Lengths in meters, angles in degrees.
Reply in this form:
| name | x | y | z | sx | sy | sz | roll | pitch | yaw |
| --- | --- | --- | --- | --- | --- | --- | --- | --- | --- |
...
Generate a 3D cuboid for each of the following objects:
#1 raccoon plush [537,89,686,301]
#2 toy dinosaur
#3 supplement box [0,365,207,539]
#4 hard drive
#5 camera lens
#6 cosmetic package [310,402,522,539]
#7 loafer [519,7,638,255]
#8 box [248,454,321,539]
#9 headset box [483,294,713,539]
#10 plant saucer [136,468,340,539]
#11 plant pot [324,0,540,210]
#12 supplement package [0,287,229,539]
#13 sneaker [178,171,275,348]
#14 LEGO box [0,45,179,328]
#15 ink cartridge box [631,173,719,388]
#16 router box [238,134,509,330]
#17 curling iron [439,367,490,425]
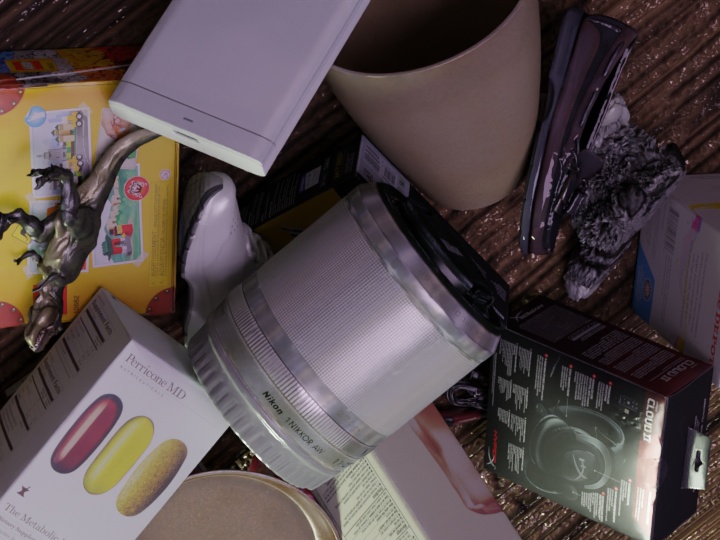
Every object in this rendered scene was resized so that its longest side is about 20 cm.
| name | x | y | z | sx | sy | sz | roll | pitch | yaw |
| --- | --- | --- | --- | --- | --- | --- | --- | --- | --- |
| raccoon plush | 0.177 | -0.073 | 1.823 | 0.097 | 0.134 | 0.200 | -32 | 161 | -52 |
| toy dinosaur | -0.221 | -0.039 | 1.609 | 0.088 | 0.047 | 0.200 | 22 | 103 | -42 |
| supplement box | -0.197 | 0.159 | 1.769 | 0.110 | 0.086 | 0.200 | -35 | 119 | -3 |
| hard drive | -0.080 | -0.177 | 1.606 | 0.200 | 0.132 | 0.027 | -60 | 160 | -21 |
| camera lens | -0.008 | 0.045 | 1.617 | 0.200 | 0.160 | 0.160 | -39 | 120 | 9 |
| cosmetic package | 0.029 | 0.171 | 1.736 | 0.087 | 0.200 | 0.103 | -17 | 157 | -39 |
| loafer | 0.172 | -0.106 | 1.725 | 0.063 | 0.072 | 0.201 | 12 | 93 | 10 |
| box | -0.057 | 0.249 | 1.845 | 0.102 | 0.095 | 0.201 | 11 | 115 | -25 |
| headset box | 0.206 | 0.129 | 1.833 | 0.077 | 0.200 | 0.149 | -29 | 129 | -43 |
| plant saucer | -0.113 | 0.240 | 1.750 | 0.199 | 0.035 | 0.201 | -3 | 116 | -6 |
| plant pot | 0.065 | -0.147 | 1.699 | 0.187 | 0.187 | 0.200 | -29 | 136 | -7 |
| supplement package | -0.207 | 0.135 | 1.643 | 0.114 | 0.110 | 0.200 | 37 | 96 | -28 |
| sneaker | -0.098 | -0.005 | 1.689 | 0.087 | 0.075 | 0.200 | 0 | 142 | 0 |
| LEGO box | -0.220 | -0.064 | 1.669 | 0.148 | 0.077 | 0.201 | -4 | 114 | -19 |
| ink cartridge box | 0.333 | 0.010 | 1.839 | 0.125 | 0.200 | 0.129 | -3 | 114 | -19 |
| router box | 0.000 | 0.000 | 1.752 | 0.157 | 0.052 | 0.200 | -27 | 125 | 30 |
| curling iron | 0.028 | 0.125 | 1.876 | 0.199 | 0.026 | 0.050 | -14 | 102 | -12 |
